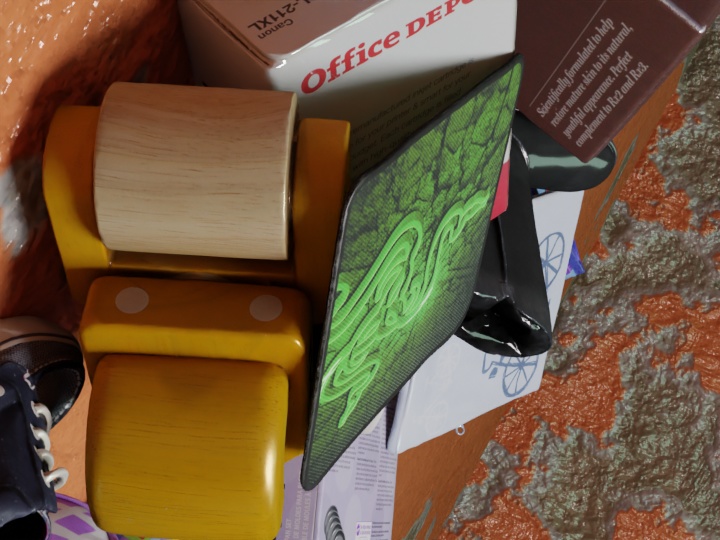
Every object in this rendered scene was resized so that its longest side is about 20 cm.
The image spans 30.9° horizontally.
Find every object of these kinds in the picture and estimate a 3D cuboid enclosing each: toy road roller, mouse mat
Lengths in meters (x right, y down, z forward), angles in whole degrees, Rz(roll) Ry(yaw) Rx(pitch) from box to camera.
[{"bbox_3d":[-0.069,0.029,0.570,0.200,0.122,0.146,92,2,-52],"label":"toy road roller"},{"bbox_3d":[0.029,-0.005,0.619,0.200,0.008,0.161,-41,147,-52],"label":"mouse mat"}]

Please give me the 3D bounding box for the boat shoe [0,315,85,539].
[{"bbox_3d":[-0.152,0.082,0.537,0.200,0.092,0.075,-31,146,-64],"label":"boat shoe"}]

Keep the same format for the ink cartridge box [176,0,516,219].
[{"bbox_3d":[0.000,-0.084,0.662,0.145,0.083,0.200,-32,146,-20],"label":"ink cartridge box"}]

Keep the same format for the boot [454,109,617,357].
[{"bbox_3d":[0.109,-0.031,0.860,0.201,0.164,0.066,-93,-154,-44],"label":"boot"}]

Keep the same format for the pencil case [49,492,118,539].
[{"bbox_3d":[-0.190,0.210,0.675,0.201,0.085,0.084,-67,-158,17],"label":"pencil case"}]

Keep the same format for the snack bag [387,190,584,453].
[{"bbox_3d":[0.092,0.034,0.972,0.200,0.021,0.189,-18,126,-46],"label":"snack bag"}]

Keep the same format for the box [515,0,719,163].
[{"bbox_3d":[0.150,-0.209,0.757,0.200,0.164,0.166,-49,177,-23],"label":"box"}]

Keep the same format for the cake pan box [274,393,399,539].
[{"bbox_3d":[-0.017,0.139,0.899,0.200,0.052,0.185,30,66,-72],"label":"cake pan box"}]

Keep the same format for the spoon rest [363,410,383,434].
[{"bbox_3d":[0.000,0.000,0.812,0.061,0.099,0.201,-49,-147,44],"label":"spoon rest"}]

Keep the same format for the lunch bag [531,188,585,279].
[{"bbox_3d":[0.085,-0.032,1.065,0.200,0.150,0.094,26,47,-69],"label":"lunch bag"}]

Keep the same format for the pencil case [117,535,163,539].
[{"bbox_3d":[-0.138,0.185,0.790,0.200,0.087,0.078,-58,155,-22],"label":"pencil case"}]
